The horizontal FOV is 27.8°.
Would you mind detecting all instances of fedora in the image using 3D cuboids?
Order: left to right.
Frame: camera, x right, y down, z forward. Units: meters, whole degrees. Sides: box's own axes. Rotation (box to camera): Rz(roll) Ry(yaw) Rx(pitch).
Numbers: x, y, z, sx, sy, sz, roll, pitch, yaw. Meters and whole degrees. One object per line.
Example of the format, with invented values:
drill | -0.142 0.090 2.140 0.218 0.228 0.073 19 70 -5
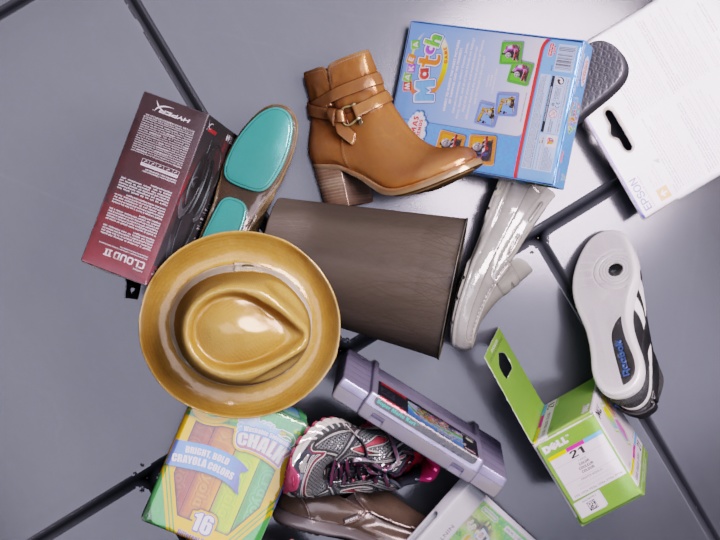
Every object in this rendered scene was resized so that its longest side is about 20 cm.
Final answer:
fedora | -0.114 0.056 1.405 0.200 0.082 0.202 -1 95 -10

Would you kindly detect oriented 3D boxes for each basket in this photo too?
basket | 0.000 0.000 1.510 0.199 0.181 0.136 12 59 6

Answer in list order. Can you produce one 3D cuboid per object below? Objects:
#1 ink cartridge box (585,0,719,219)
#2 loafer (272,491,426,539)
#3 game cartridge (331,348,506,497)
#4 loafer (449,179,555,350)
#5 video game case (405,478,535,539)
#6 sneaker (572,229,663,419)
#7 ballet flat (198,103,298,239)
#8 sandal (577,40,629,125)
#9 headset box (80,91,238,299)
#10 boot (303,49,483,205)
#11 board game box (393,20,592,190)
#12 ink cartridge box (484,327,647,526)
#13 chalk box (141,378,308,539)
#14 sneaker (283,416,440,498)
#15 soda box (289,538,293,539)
ink cartridge box | 0.337 -0.189 1.572 0.199 0.043 0.197 -30 92 0
loafer | 0.009 0.256 1.546 0.199 0.073 0.071 13 89 -5
game cartridge | 0.063 0.156 1.520 0.200 0.130 0.038 32 96 -4
loafer | 0.149 -0.006 1.554 0.070 0.070 0.201 21 89 5
video game case | 0.112 0.341 1.540 0.182 0.022 0.200 -48 119 -2
sneaker | 0.281 0.066 1.569 0.073 0.112 0.201 -12 57 21
ballet flat | -0.117 -0.078 1.533 0.068 0.072 0.201 21 89 12
sandal | 0.199 -0.160 1.532 0.200 0.043 0.076 -34 70 17
headset box | -0.205 -0.067 1.486 0.077 0.149 0.201 19 89 7
boot | 0.028 -0.153 1.508 0.199 0.077 0.156 -8 93 41
board game box | 0.131 -0.175 1.520 0.199 0.037 0.152 12 90 27
ink cartridge box | 0.215 0.144 1.514 0.076 0.148 0.201 -30 93 16
chalk box | -0.131 0.180 1.511 0.124 0.124 0.201 22 89 -5
sneaker | 0.002 0.194 1.487 0.075 0.199 0.081 32 117 37
soda box | -0.140 0.350 1.479 0.199 0.069 0.064 -18 55 -31
